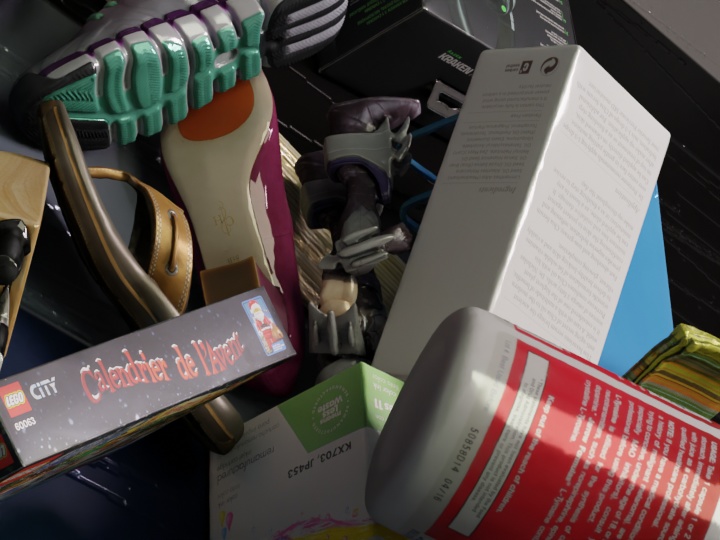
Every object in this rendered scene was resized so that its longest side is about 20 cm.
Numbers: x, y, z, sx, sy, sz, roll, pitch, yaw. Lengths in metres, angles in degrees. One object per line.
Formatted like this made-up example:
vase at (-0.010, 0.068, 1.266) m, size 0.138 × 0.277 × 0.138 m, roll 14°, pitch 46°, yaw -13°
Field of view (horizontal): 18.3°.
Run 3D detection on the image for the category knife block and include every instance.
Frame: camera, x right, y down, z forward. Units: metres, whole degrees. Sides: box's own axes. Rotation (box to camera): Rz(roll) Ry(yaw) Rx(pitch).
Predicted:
knife block at (-0.167, -0.002, 0.975) m, size 0.200 × 0.175 × 0.064 m, roll 3°, pitch 108°, yaw -53°

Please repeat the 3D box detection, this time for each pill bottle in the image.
pill bottle at (0.112, 0.106, 1.052) m, size 0.200 × 0.112 × 0.112 m, roll 26°, pitch 41°, yaw -7°

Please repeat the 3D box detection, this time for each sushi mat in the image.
sushi mat at (-0.028, -0.020, 1.316) m, size 0.200 × 0.012 × 0.096 m, roll 46°, pitch 35°, yaw -22°

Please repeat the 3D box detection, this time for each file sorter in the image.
file sorter at (0.102, 0.009, 1.353) m, size 0.139 × 0.123 × 0.200 m, roll 32°, pitch 48°, yaw -48°

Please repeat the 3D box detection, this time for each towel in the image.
towel at (0.143, 0.110, 1.289) m, size 0.086 × 0.200 × 0.018 m, roll 22°, pitch 30°, yaw -43°

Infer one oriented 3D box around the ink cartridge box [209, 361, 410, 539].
ink cartridge box at (-0.014, 0.161, 1.108) m, size 0.067 × 0.117 × 0.200 m, roll 29°, pitch 45°, yaw -38°

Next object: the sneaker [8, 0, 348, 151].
sneaker at (-0.109, -0.132, 1.205) m, size 0.200 × 0.074 × 0.088 m, roll -23°, pitch 58°, yaw -25°

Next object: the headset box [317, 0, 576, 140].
headset box at (0.053, -0.190, 1.477) m, size 0.174 × 0.093 × 0.200 m, roll 23°, pitch 49°, yaw -44°

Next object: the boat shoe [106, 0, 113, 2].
boat shoe at (-0.128, -0.240, 1.298) m, size 0.072 × 0.059 × 0.200 m, roll 18°, pitch 53°, yaw -47°

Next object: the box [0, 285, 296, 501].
box at (-0.137, 0.069, 0.991) m, size 0.200 × 0.137 × 0.038 m, roll -20°, pitch 84°, yaw -56°

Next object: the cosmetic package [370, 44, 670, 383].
cosmetic package at (0.088, -0.010, 1.203) m, size 0.101 × 0.071 × 0.200 m, roll 38°, pitch 64°, yaw -41°

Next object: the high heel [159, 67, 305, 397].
high heel at (-0.067, -0.029, 1.238) m, size 0.096 × 0.067 × 0.200 m, roll 66°, pitch 19°, yaw -59°

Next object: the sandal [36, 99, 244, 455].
sandal at (-0.104, -0.001, 1.129) m, size 0.200 × 0.055 × 0.082 m, roll 60°, pitch -11°, yaw -6°

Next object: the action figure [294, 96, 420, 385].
action figure at (0.000, 0.000, 1.235) m, size 0.069 × 0.130 × 0.200 m, roll 3°, pitch 54°, yaw -5°
